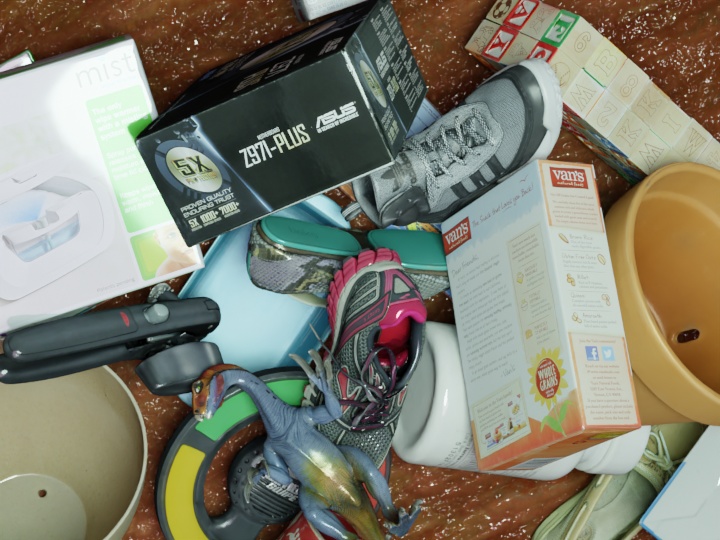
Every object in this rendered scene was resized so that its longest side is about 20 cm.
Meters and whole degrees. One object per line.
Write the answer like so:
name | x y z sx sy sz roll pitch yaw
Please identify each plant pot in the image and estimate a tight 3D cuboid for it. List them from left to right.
plant pot | -0.261 0.170 1.152 0.199 0.135 0.201 3 56 -4
plant pot | 0.235 0.035 1.172 0.199 0.140 0.201 16 61 -30

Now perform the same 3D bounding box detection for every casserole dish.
casserole dish | -0.082 0.025 1.224 0.121 0.039 0.201 34 91 -13

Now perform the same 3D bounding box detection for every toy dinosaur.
toy dinosaur | -0.050 0.149 1.144 0.105 0.200 0.181 -38 60 -18

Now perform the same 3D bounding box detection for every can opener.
can opener | -0.181 0.051 1.118 0.199 0.079 0.064 -1 136 -47

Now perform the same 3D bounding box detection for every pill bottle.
pill bottle | 0.130 0.111 1.232 0.199 0.114 0.115 10 97 -21

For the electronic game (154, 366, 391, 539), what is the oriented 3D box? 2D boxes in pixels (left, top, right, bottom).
electronic game | -0.069 0.170 1.223 0.199 0.042 0.201 -8 115 -18

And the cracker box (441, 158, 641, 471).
cracker box | 0.129 0.036 1.114 0.057 0.134 0.201 2 71 -30

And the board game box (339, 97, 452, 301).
board game box | 0.082 -0.040 1.253 0.103 0.019 0.200 -46 103 -2

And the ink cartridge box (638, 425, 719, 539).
ink cartridge box | 0.306 0.194 1.273 0.068 0.200 0.116 37 91 23

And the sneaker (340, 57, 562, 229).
sneaker | 0.062 -0.085 1.127 0.113 0.200 0.076 -15 73 -36

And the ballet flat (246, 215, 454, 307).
ballet flat | 0.000 0.000 1.188 0.199 0.072 0.073 6 98 -26

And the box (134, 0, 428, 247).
box | -0.050 -0.113 1.090 0.163 0.200 0.087 -21 106 17

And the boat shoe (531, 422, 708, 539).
boat shoe | 0.229 0.191 1.293 0.201 0.063 0.073 -43 103 -2

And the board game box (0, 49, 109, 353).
board game box | -0.278 -0.048 1.175 0.152 0.040 0.201 -27 102 -5

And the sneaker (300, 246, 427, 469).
sneaker | 0.005 0.084 1.151 0.080 0.075 0.201 -11 128 -23

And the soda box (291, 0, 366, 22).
soda box | 0.037 -0.256 1.186 0.199 0.070 0.064 -21 99 -7

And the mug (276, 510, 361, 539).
mug | -0.057 0.300 1.184 0.133 0.178 0.200 36 100 -6

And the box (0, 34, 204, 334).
box | -0.235 -0.062 1.112 0.199 0.097 0.178 -17 103 -7

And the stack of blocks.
stack of blocks | 0.191 -0.135 1.208 0.200 0.115 0.059 35 92 -31
